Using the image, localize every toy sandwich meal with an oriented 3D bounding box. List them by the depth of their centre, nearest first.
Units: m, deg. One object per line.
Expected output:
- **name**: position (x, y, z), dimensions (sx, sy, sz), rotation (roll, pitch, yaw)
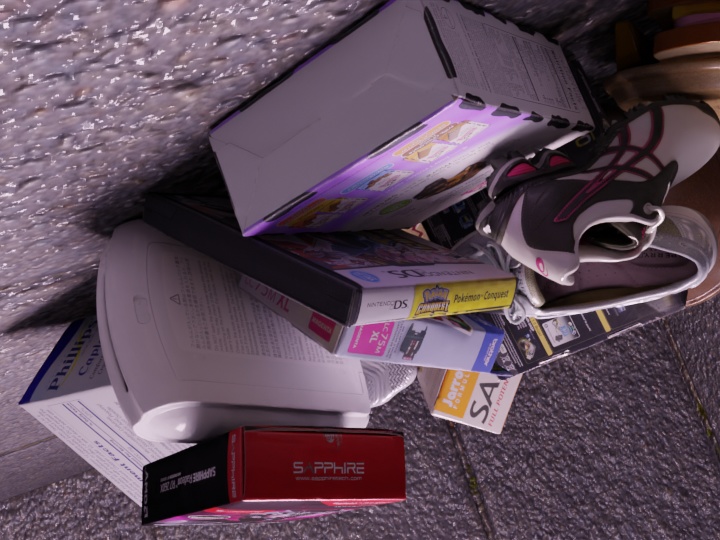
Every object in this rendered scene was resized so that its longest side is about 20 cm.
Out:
- **toy sandwich meal**: position (0.266, -0.154, 0.678), dimensions (0.201, 0.072, 0.205), rotation (3, -178, 0)

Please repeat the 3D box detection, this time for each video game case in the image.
- **video game case**: position (-0.019, -0.014, 0.647), dimensions (0.198, 0.026, 0.179), rotation (25, -163, 37)

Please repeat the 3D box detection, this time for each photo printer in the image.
- **photo printer**: position (-0.098, 0.048, 0.701), dimensions (0.198, 0.168, 0.069), rotation (10, 139, -39)

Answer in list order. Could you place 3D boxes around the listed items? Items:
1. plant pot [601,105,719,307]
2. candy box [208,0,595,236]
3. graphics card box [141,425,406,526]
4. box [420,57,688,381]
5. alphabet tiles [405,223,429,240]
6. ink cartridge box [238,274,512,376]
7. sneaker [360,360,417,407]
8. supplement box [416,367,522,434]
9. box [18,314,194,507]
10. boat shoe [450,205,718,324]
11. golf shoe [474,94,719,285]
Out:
- **plant pot**: position (0.222, -0.061, 0.848), dimensions (0.196, 0.203, 0.199), rotation (-2, 160, -41)
- **candy box**: position (0.033, -0.089, 0.605), dimensions (0.166, 0.073, 0.199), rotation (-28, 168, 32)
- **graphics card box**: position (-0.070, 0.152, 0.682), dimensions (0.124, 0.052, 0.199), rotation (7, 160, -31)
- **box**: position (0.136, -0.035, 0.730), dimensions (0.160, 0.202, 0.049), rotation (-26, -176, 27)
- **alphabet tiles**: position (0.000, 0.000, 0.846), dimensions (0.199, 0.006, 0.167), rotation (26, 109, -43)
- **ink cartridge box**: position (0.021, 0.031, 0.698), dimensions (0.198, 0.043, 0.119), rotation (15, -169, -45)
- **sneaker**: position (0.004, 0.109, 1.028), dimensions (0.198, 0.077, 0.113), rotation (-22, 173, 41)
- **supplement box**: position (0.108, 0.060, 0.938), dimensions (0.072, 0.128, 0.200), rotation (17, -168, -8)
- **box**: position (-0.170, 0.123, 0.868), dimensions (0.198, 0.185, 0.106), rotation (-15, -141, 33)
- **boat shoe**: position (0.146, -0.003, 0.670), dimensions (0.199, 0.076, 0.065), rotation (-4, -165, 27)
- **golf shoe**: position (0.170, -0.048, 0.614), dimensions (0.198, 0.088, 0.078), rotation (-23, 142, -22)
